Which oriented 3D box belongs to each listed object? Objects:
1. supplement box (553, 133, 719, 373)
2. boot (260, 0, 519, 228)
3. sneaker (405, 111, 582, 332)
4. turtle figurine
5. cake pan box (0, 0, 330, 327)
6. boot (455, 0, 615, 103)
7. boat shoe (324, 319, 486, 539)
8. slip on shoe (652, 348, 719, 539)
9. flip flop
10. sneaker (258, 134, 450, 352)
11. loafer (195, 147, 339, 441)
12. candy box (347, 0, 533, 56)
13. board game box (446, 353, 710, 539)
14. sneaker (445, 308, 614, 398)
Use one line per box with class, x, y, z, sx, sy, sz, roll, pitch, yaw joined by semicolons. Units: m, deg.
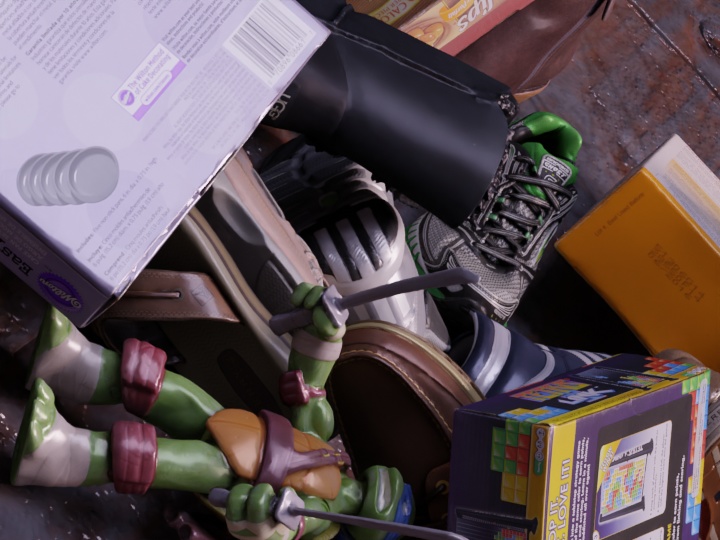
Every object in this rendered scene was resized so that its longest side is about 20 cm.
supplement box;0.195;-0.005;1.768;0.126;0.074;0.200;48;15;2
boot;-0.004;-0.115;1.533;0.168;0.076;0.200;26;32;-20
sneaker;0.078;-0.033;1.690;0.078;0.085;0.200;39;32;-14
turtle figurine;-0.052;0.058;1.341;0.194;0.200;0.144;14;72;-10
cake pan box;-0.136;-0.104;1.356;0.184;0.052;0.200;40;59;-7
boot;0.071;-0.142;1.727;0.072;0.166;0.200;55;32;14
boat shoe;0.040;0.116;1.443;0.200;0.072;0.068;61;31;-20
slip on shoe;0.186;0.104;1.609;0.061;0.076;0.200;45;-8;25
flip flop;-0.096;0.023;1.433;0.200;0.081;0.058;50;45;-5
sneaker;0.000;0.000;1.591;0.200;0.075;0.116;-103;169;-65
loafer;-0.053;-0.010;1.482;0.200;0.072;0.063;59;39;-8
candy box;-0.003;-0.196;1.699;0.200;0.115;0.055;50;-8;35
board game box;0.103;0.152;1.420;0.165;0.057;0.200;-12;108;-55
sneaker;0.101;0.065;1.621;0.108;0.070;0.200;29;14;8
